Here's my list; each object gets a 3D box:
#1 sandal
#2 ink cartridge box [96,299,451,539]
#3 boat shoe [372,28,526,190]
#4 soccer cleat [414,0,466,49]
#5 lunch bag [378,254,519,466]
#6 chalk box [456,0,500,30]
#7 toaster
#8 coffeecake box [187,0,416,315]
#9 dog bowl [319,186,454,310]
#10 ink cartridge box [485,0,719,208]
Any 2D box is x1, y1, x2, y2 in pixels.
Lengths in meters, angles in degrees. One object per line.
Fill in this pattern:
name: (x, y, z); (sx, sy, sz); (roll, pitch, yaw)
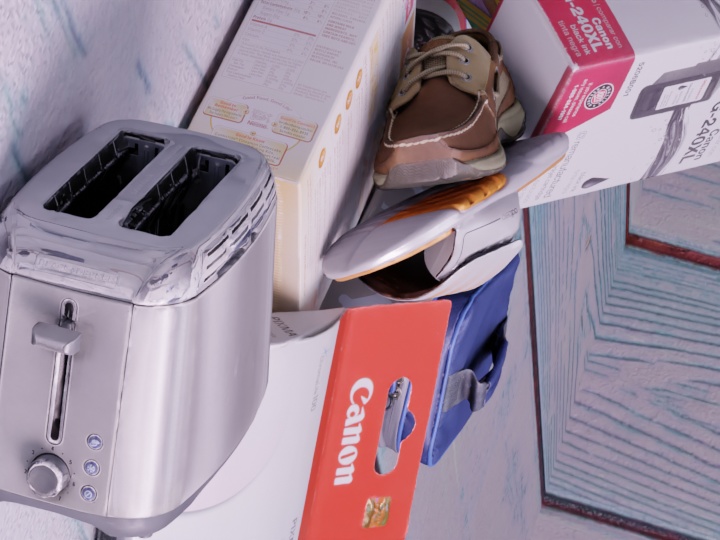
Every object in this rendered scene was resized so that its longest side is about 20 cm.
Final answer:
sandal: (0.063, -0.022, 1.509); (0.206, 0.079, 0.060); (-31, 104, -47)
ink cartridge box: (-0.040, 0.100, 1.464); (0.057, 0.199, 0.163); (-132, -134, -54)
boat shoe: (0.045, -0.094, 1.517); (0.200, 0.075, 0.074); (-55, 136, -74)
soccer cleat: (0.048, -0.146, 1.842); (0.200, 0.068, 0.074); (83, 17, -61)
lunch bag: (0.037, 0.046, 1.869); (0.200, 0.132, 0.137); (-49, 153, -67)
chalk box: (0.108, -0.248, 1.704); (0.124, 0.124, 0.201); (106, -37, -54)
toaster: (-0.100, 0.018, 1.200); (0.200, 0.113, 0.130); (-51, 152, -60)
coffeecake box: (-0.033, -0.080, 1.495); (0.154, 0.073, 0.201); (92, 18, -52)
dog bowl: (0.000, 0.000, 1.637); (0.201, 0.058, 0.200); (-57, -169, 17)
ink cartridge box: (0.172, -0.127, 1.657); (0.199, 0.084, 0.146); (-14, 150, -27)
